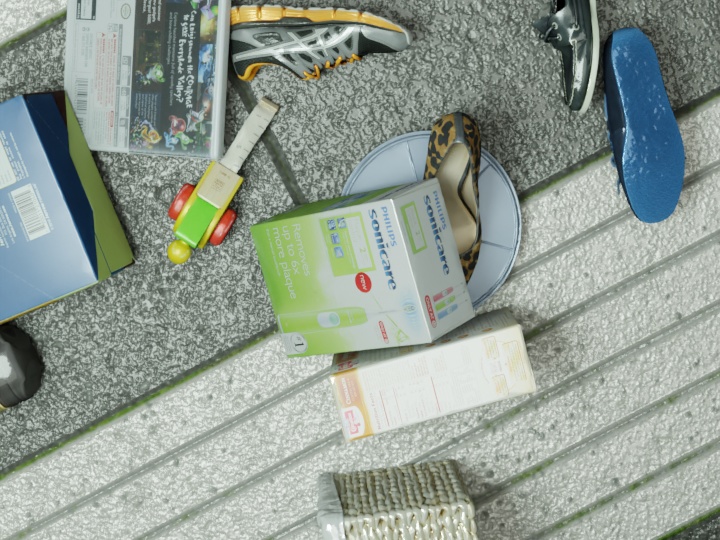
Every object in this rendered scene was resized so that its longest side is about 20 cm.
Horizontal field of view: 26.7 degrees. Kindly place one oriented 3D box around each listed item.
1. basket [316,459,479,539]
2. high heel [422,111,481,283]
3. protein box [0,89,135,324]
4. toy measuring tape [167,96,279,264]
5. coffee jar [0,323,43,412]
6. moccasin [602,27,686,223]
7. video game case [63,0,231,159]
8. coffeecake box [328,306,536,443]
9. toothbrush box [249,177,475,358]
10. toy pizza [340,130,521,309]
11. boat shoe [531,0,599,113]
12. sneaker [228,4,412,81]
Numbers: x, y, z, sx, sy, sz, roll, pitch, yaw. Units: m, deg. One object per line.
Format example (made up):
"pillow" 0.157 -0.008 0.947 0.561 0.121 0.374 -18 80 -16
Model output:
"basket" 0.045 0.313 1.564 0.158 0.200 0.201 -10 96 -1
"high heel" 0.090 -0.057 1.522 0.070 0.143 0.203 -1 97 0
"protein box" -0.371 -0.052 1.548 0.198 0.135 0.201 -21 95 11
"toy measuring tape" -0.148 -0.091 1.604 0.073 0.074 0.202 30 73 -3
"coffee jar" -0.436 0.129 1.596 0.198 0.104 0.086 -24 93 2
"moccasin" 0.295 -0.152 1.583 0.079 0.068 0.203 -7 97 -7
"video game case" -0.223 -0.223 1.578 0.179 0.023 0.203 5 96 16
"coffeecake box" 0.072 0.105 1.565 0.197 0.154 0.074 -15 95 2
"toothbrush box" 0.000 0.000 1.535 0.198 0.086 0.148 -8 102 40
"toy pizza" 0.072 -0.047 1.611 0.197 0.032 0.203 0 97 0
"boat shoe" 0.209 -0.264 1.564 0.065 0.074 0.203 2 93 -8
"sneaker" -0.043 -0.234 1.575 0.197 0.078 0.078 3 95 11
